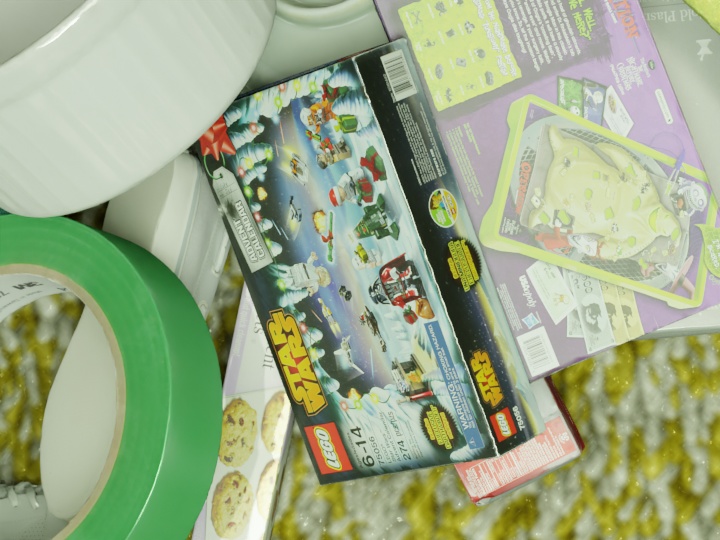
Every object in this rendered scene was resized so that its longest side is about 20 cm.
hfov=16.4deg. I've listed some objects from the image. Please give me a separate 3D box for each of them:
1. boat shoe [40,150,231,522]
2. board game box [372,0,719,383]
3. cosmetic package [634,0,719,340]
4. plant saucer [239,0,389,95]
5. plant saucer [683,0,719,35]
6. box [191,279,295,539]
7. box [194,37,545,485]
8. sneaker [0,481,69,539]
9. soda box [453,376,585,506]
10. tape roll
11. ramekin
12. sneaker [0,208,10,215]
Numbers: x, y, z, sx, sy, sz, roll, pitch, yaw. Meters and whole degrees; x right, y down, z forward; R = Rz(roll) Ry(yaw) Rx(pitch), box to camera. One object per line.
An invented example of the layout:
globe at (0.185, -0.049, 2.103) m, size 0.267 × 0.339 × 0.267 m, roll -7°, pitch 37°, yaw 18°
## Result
boat shoe at (-0.108, 0.037, 1.280) m, size 0.072 × 0.068 × 0.201 m, roll -14°, pitch 59°, yaw 46°
board game box at (0.096, -0.061, 1.200) m, size 0.120 × 0.032 × 0.201 m, roll -21°, pitch 95°, yaw 2°
cosmetic package at (0.135, -0.063, 1.267) m, size 0.106 × 0.090 × 0.201 m, roll -7°, pitch 85°, yaw 2°
plant saucer at (-0.003, -0.168, 1.256) m, size 0.199 × 0.050 × 0.201 m, roll -10°, pitch 68°, yaw 27°
plant saucer at (0.206, -0.191, 1.218) m, size 0.200 × 0.200 × 0.048 m, roll 43°, pitch 136°, yaw 4°
box at (-0.056, 0.083, 1.302) m, size 0.041 × 0.039 × 0.201 m, roll 12°, pitch 89°, yaw 3°
box at (0.000, 0.000, 1.219) m, size 0.040 × 0.137 × 0.201 m, roll -24°, pitch 96°, yaw -40°
sneaker at (-0.191, 0.123, 1.297) m, size 0.199 × 0.074 × 0.116 m, roll -32°, pitch 88°, yaw 4°
soda box at (0.043, 0.017, 1.280) m, size 0.063 × 0.070 × 0.201 m, roll -26°, pitch 86°, yaw 5°
tape roll at (-0.161, 0.074, 1.216) m, size 0.200 × 0.048 × 0.202 m, roll -8°, pitch 75°, yaw 29°
ramekin at (-0.136, -0.120, 1.208) m, size 0.200 × 0.201 × 0.098 m, roll -37°, pitch 123°, yaw 3°
sneaker at (-0.243, 0.012, 1.314) m, size 0.200 × 0.078 × 0.080 m, roll -35°, pitch 100°, yaw 11°
